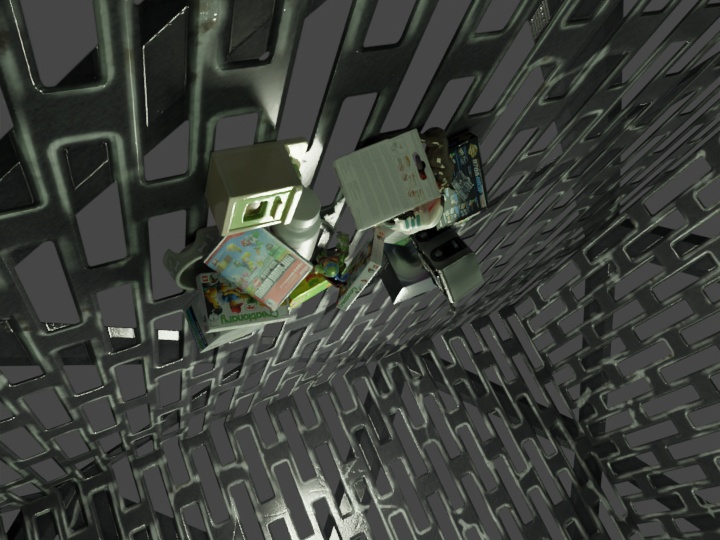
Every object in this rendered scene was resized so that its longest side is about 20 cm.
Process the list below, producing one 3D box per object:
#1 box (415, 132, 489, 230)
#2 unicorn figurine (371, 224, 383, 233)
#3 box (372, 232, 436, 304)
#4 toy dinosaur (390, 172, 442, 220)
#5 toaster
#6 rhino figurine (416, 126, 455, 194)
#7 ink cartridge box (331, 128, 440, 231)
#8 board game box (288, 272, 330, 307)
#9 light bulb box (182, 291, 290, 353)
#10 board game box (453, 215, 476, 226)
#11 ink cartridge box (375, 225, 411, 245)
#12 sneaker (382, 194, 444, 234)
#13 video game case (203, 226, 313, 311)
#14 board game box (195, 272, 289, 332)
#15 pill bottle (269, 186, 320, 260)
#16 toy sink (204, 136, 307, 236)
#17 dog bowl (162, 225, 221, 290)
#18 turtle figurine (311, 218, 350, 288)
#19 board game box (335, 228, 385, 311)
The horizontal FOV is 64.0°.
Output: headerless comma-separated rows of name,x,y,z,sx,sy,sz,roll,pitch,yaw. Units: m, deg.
box,0.233,-0.220,1.443,0.157,0.046,0.202,-24,122,-8
unicorn figurine,0.062,-0.175,1.484,0.135,0.075,0.200,-20,148,10
box,0.154,-0.037,1.746,0.197,0.201,0.124,-19,160,-22
toy dinosaur,0.081,-0.186,1.319,0.198,0.139,0.101,0,-178,40
toaster,0.234,-0.025,1.566,0.118,0.182,0.201,-31,138,-1
rhino figurine,0.177,-0.243,1.347,0.086,0.060,0.202,-24,126,-2
ink cartridge box,0.056,-0.198,1.257,0.197,0.163,0.050,-23,-174,-12
board game box,-0.144,0.039,1.708,0.198,0.048,0.102,-31,169,-29
light bulb box,-0.312,0.096,1.434,0.196,0.127,0.199,-21,173,-36
board game box,0.310,-0.174,1.876,0.197,0.024,0.105,-19,162,-25
ink cartridge box,0.146,-0.163,1.585,0.199,0.089,0.145,-35,160,25
sneaker,0.121,-0.138,1.393,0.092,0.072,0.199,9,165,-27
video game case,-0.221,-0.016,1.261,0.199,0.017,0.143,38,101,-26
board game box,-0.267,0.063,1.319,0.197,0.129,0.034,-7,168,-35
pill bottle,-0.149,-0.098,1.309,0.113,0.116,0.201,-19,159,-22
toy sink,-0.183,-0.159,1.108,0.197,0.113,0.131,-16,159,-29
dog bowl,-0.347,-0.024,1.321,0.197,0.059,0.201,-25,162,-9
turtle figurine,-0.096,-0.057,1.554,0.145,0.198,0.194,-58,-179,6
board game box,0.000,0.000,1.529,0.034,0.127,0.201,25,131,-14
